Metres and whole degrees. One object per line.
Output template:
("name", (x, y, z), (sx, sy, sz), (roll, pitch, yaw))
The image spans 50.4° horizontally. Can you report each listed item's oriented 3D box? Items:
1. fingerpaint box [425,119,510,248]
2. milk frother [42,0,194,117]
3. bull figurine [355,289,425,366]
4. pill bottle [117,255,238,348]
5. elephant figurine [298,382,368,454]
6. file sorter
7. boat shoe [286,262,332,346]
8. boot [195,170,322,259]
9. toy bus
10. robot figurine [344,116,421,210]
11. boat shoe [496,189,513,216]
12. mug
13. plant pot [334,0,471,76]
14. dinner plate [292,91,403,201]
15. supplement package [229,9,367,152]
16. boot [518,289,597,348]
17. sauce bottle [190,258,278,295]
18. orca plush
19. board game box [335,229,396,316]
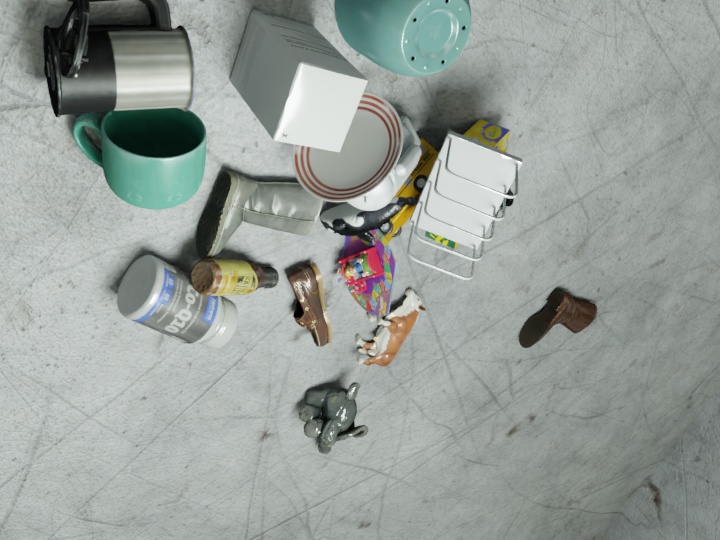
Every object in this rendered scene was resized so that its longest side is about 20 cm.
("fingerpaint box", (0.205, -0.169, 1.476), (0.200, 0.072, 0.169), (-45, 149, -41))
("milk frother", (-0.312, -0.281, 1.014), (0.185, 0.200, 0.183), (-10, 127, -26))
("bull figurine", (0.064, 0.133, 1.705), (0.120, 0.065, 0.202), (6, 119, -32))
("pill bottle", (-0.318, 0.063, 1.357), (0.114, 0.114, 0.199), (-47, 136, 11))
("elephant figurine", (-0.051, 0.348, 1.782), (0.200, 0.152, 0.144), (48, 50, -57))
("file sorter", (0.173, -0.104, 1.318), (0.137, 0.125, 0.202), (20, 130, -3))
("boat shoe", (-0.106, 0.077, 1.542), (0.070, 0.070, 0.203), (-26, 128, -21))
("boot", (-0.178, -0.088, 1.367), (0.198, 0.073, 0.183), (6, 124, -44))
("toy bus", (0.083, -0.149, 1.462), (0.201, 0.078, 0.065), (-50, 163, 13))
("robot figurine", (0.029, -0.185, 1.343), (0.114, 0.168, 0.201), (53, 54, -27))
("boat shoe", (0.254, -0.142, 1.429), (0.075, 0.065, 0.201), (-58, 156, -26))
("mug", (-0.320, -0.173, 1.151), (0.151, 0.184, 0.116), (-32, 149, -39))
("plant pot", (0.080, -0.400, 1.199), (0.197, 0.162, 0.203), (-17, 133, -19))
("dinner plate", (-0.021, -0.205, 1.275), (0.199, 0.201, 0.024), (-40, 151, 4))
("supplement package", (-0.097, -0.285, 1.150), (0.118, 0.201, 0.123), (5, 124, -35))
("boot", (0.528, 0.146, 2.028), (0.198, 0.064, 0.187), (19, 116, -47))
("sauce bottle", (-0.219, 0.012, 1.382), (0.199, 0.066, 0.067), (-1, 129, -58))
("orca plush", (0.018, -0.091, 1.409), (0.197, 0.106, 0.072), (-17, 118, 24))
("board game box", (0.000, 0.000, 1.478), (0.038, 0.158, 0.203), (-21, 136, -32))
